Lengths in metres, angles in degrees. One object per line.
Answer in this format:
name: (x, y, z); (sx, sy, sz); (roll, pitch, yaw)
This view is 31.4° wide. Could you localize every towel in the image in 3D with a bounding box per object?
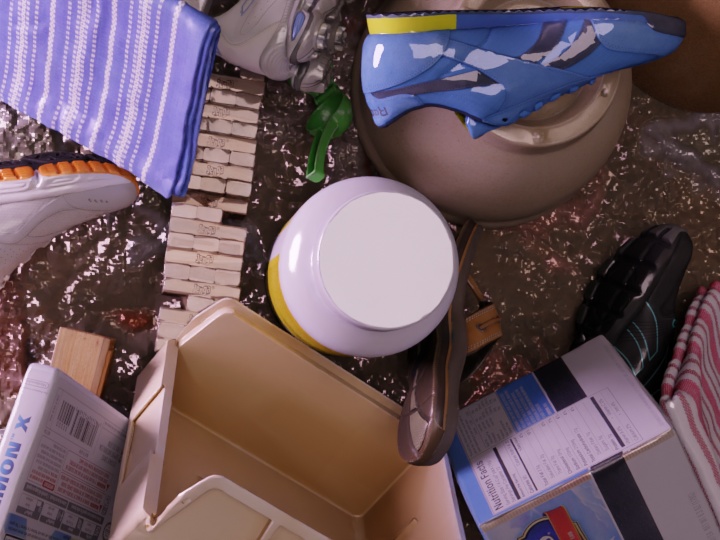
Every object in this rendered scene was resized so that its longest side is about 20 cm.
towel: (0.257, 0.104, 0.870); (0.030, 0.200, 0.146); (-24, 101, 29)
towel: (-0.184, -0.140, 0.811); (0.200, 0.145, 0.024); (28, 44, 9)

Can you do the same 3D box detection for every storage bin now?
storage bin: (-0.041, 0.136, 0.782); (0.198, 0.200, 0.094); (34, 110, -19)

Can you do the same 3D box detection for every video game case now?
video game case: (-0.180, 0.167, 0.756); (0.022, 0.200, 0.182); (12, 73, 12)

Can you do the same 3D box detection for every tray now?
tray: (-0.200, 0.138, 0.833); (0.037, 0.099, 0.200); (13, 85, -8)

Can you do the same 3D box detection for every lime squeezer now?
lime squeezer: (-0.043, -0.131, 0.894); (0.071, 0.038, 0.200); (7, 51, -39)

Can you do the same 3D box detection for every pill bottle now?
pill bottle: (0.000, 0.000, 0.821); (0.112, 0.200, 0.112); (0, 87, -9)

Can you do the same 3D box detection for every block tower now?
block tower: (-0.105, -0.040, 0.881); (0.058, 0.054, 0.200); (8, 85, -9)

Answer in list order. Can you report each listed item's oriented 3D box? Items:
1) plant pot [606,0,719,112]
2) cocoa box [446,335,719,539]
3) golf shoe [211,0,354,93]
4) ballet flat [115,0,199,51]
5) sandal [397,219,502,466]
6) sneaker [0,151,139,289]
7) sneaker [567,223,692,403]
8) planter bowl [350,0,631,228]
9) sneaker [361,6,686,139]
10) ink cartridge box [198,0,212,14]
plant pot: (0.278, -0.217, 0.880); (0.186, 0.200, 0.187); (0, 88, -8)
cocoa box: (0.156, 0.173, 0.831); (0.131, 0.133, 0.200); (-28, 114, 2)
golf shoe: (-0.042, -0.209, 0.869); (0.097, 0.078, 0.200); (13, 50, 12)
ballet flat: (-0.153, -0.212, 0.807); (0.072, 0.072, 0.200); (-14, 87, -10)
sandal: (0.067, 0.050, 0.856); (0.055, 0.082, 0.200); (19, 40, -7)
sneaker: (-0.245, -0.022, 0.859); (0.200, 0.076, 0.092); (-12, 108, -11)
sneaker: (0.190, 0.062, 0.922); (0.079, 0.075, 0.200); (28, 92, -16)
planter bowl: (0.102, -0.133, 0.879); (0.200, 0.135, 0.200); (0, 87, -9)
sneaker: (0.099, -0.123, 0.782); (0.200, 0.066, 0.079); (-4, 100, -7)
ink cartridge box: (-0.145, -0.235, 0.879); (0.116, 0.067, 0.200); (22, 84, -7)
